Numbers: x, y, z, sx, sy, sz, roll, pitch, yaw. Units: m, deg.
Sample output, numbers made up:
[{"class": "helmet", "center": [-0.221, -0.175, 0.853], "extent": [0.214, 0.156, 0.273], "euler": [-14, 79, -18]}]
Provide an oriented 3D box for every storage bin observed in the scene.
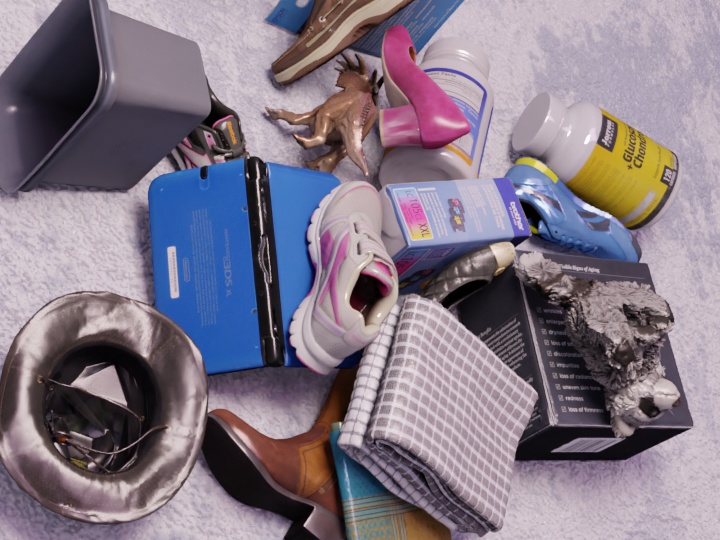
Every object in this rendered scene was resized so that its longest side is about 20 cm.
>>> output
[{"class": "storage bin", "center": [-0.241, -0.162, 1.154], "extent": [0.134, 0.200, 0.147], "euler": [8, 59, -42]}]

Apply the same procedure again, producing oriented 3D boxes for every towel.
[{"class": "towel", "center": [0.035, 0.241, 1.163], "extent": [0.146, 0.022, 0.202], "euler": [6, 70, -48]}, {"class": "towel", "center": [0.081, 0.141, 1.175], "extent": [0.200, 0.085, 0.167], "euler": [41, 47, -32]}]

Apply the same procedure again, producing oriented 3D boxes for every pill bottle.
[{"class": "pill bottle", "center": [0.291, -0.138, 1.528], "extent": [0.199, 0.112, 0.113], "euler": [27, 52, -18]}, {"class": "pill bottle", "center": [0.093, -0.171, 1.419], "extent": [0.111, 0.112, 0.201], "euler": [28, 51, -16]}]

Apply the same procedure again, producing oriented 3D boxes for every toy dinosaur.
[{"class": "toy dinosaur", "center": [-0.014, -0.169, 1.326], "extent": [0.135, 0.200, 0.086], "euler": [-37, 116, -3]}]

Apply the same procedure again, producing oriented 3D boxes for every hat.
[{"class": "hat", "center": [-0.227, 0.124, 1.064], "extent": [0.199, 0.081, 0.203], "euler": [10, 65, -22]}]

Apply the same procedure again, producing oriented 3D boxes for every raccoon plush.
[{"class": "raccoon plush", "center": [0.244, 0.073, 1.259], "extent": [0.096, 0.135, 0.200], "euler": [-23, 44, -24]}]

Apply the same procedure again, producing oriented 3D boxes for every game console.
[{"class": "game console", "center": [-0.103, 0.003, 1.200], "extent": [0.118, 0.169, 0.202], "euler": [38, 44, -72]}]

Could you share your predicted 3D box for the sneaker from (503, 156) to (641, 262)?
[{"class": "sneaker", "center": [0.248, -0.050, 1.487], "extent": [0.199, 0.066, 0.079], "euler": [36, 62, -10]}]

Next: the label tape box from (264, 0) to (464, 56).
[{"class": "label tape box", "center": [0.006, -0.325, 1.428], "extent": [0.198, 0.143, 0.067], "euler": [11, 58, -27]}]

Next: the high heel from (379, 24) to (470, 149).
[{"class": "high heel", "center": [0.070, -0.205, 1.341], "extent": [0.095, 0.068, 0.201], "euler": [-5, 40, 8]}]

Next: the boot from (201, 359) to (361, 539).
[{"class": "boot", "center": [-0.042, 0.147, 1.176], "extent": [0.188, 0.068, 0.200], "euler": [40, 49, -6]}]

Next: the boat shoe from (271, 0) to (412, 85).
[{"class": "boat shoe", "center": [-0.025, -0.284, 1.354], "extent": [0.075, 0.201, 0.075], "euler": [56, 20, -7]}]

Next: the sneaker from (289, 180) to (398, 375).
[{"class": "sneaker", "center": [0.000, 0.000, 1.169], "extent": [0.081, 0.088, 0.202], "euler": [34, 53, -39]}]

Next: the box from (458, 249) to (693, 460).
[{"class": "box", "center": [0.231, 0.096, 1.346], "extent": [0.198, 0.124, 0.198], "euler": [5, 63, -30]}]

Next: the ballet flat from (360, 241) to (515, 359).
[{"class": "ballet flat", "center": [0.083, 0.040, 1.275], "extent": [0.199, 0.067, 0.057], "euler": [-38, 66, -4]}]

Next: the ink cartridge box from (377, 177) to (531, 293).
[{"class": "ink cartridge box", "center": [0.085, -0.036, 1.318], "extent": [0.199, 0.136, 0.077], "euler": [-8, 70, -35]}]

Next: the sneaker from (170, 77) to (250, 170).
[{"class": "sneaker", "center": [-0.144, -0.114, 1.248], "extent": [0.080, 0.086, 0.201], "euler": [-35, 86, -39]}]
